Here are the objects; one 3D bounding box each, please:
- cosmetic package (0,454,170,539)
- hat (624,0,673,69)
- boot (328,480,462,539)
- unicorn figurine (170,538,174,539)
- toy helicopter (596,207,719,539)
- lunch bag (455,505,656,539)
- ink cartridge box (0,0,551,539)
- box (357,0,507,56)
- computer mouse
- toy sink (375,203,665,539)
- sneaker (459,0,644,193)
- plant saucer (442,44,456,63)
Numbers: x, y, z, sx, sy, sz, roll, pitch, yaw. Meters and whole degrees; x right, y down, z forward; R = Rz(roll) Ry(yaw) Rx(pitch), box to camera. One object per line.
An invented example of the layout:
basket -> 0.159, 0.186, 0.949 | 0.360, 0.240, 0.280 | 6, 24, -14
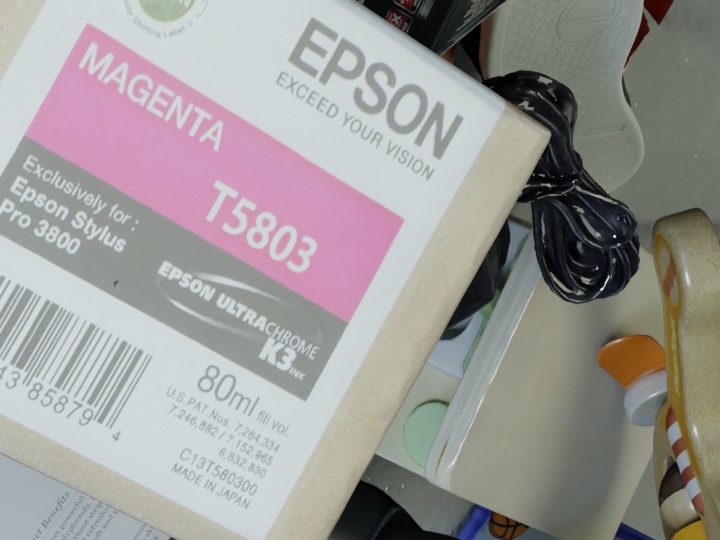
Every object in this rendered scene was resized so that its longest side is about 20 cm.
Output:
cosmetic package -> -0.136, 0.024, 0.844 | 0.200, 0.085, 0.108 | 37, 86, -42
hat -> 0.120, -0.175, 1.196 | 0.166, 0.175, 0.201 | 65, 17, -51
boot -> 0.012, 0.134, 1.099 | 0.198, 0.162, 0.074 | 17, 97, -56
unicorn figurine -> -0.101, 0.138, 0.969 | 0.200, 0.137, 0.074 | -94, 171, -81
toy helicopter -> 0.140, 0.057, 1.092 | 0.079, 0.132, 0.201 | -11, 124, -5
lunch bag -> 0.144, 0.207, 1.301 | 0.124, 0.200, 0.170 | -54, 145, -18
ink cartridge box -> -0.066, -0.021, 0.760 | 0.200, 0.075, 0.165 | 30, 90, -33
box -> 0.075, -0.171, 0.878 | 0.200, 0.046, 0.159 | -43, 163, -53
computer mouse -> 0.000, 0.000, 0.985 | 0.199, 0.053, 0.139 | -31, 142, 3
toy sink -> 0.055, 0.032, 1.147 | 0.131, 0.112, 0.200 | -65, 152, -2
sneaker -> 0.067, -0.112, 1.074 | 0.070, 0.099, 0.200 | -25, 152, -3
plant saucer -> 0.007, -0.152, 0.968 | 0.200, 0.037, 0.201 | 1, 90, -77
